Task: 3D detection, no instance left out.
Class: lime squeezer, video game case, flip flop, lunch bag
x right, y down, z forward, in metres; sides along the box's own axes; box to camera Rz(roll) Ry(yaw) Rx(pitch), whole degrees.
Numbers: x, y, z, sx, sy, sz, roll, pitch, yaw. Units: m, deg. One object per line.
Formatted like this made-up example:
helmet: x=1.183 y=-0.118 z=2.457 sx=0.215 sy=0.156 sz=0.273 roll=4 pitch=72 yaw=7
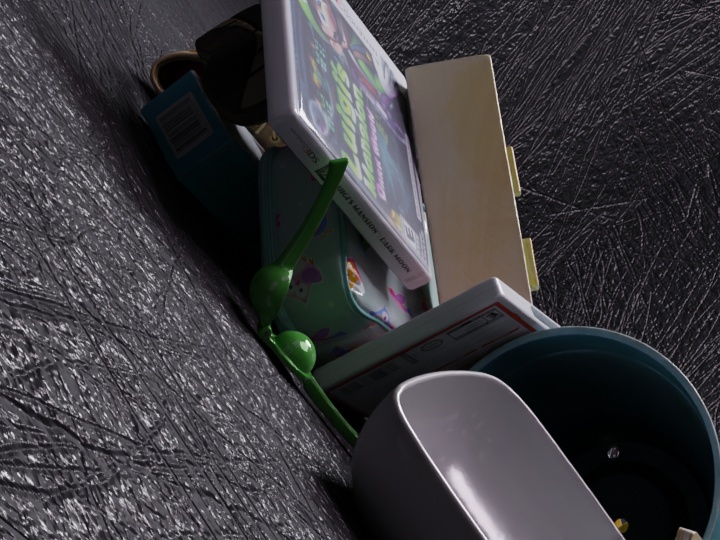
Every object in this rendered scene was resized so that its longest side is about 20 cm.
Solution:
lime squeezer: x=-0.032 y=0.033 z=1.282 sx=0.038 sy=0.070 sz=0.202 roll=-154 pitch=-126 yaw=-65
video game case: x=-0.011 y=-0.113 z=1.364 sx=0.182 sy=0.023 sz=0.201 roll=49 pitch=26 yaw=-41
video game case: x=0.075 y=0.073 z=1.404 sx=0.200 sy=0.142 sz=0.018 roll=34 pitch=32 yaw=-55
flip flop: x=-0.073 y=-0.136 z=1.443 sx=0.200 sy=0.081 sz=0.058 roll=-126 pitch=-168 yaw=-69
lunch bag: x=0.000 y=0.000 z=1.431 sx=0.200 sy=0.077 sz=0.162 roll=43 pitch=34 yaw=-55

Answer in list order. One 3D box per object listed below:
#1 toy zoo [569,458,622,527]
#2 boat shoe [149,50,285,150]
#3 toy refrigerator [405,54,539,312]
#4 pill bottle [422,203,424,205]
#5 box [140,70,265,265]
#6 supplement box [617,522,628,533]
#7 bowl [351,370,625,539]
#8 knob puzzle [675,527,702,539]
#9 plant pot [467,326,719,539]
toy zoo: x=0.145 y=0.160 z=1.611 sx=0.131 sy=0.021 sz=0.200 roll=36 pitch=-9 yaw=19
boat shoe: x=-0.072 y=-0.117 z=1.528 sx=0.199 sy=0.074 sz=0.069 roll=16 pitch=-5 yaw=26
toy refrigerator: x=0.080 y=-0.044 z=1.440 sx=0.076 sy=0.069 sz=0.201 roll=73 pitch=9 yaw=-63
pill bottle: x=0.017 y=-0.009 z=1.682 sx=0.117 sy=0.116 sz=0.200 roll=54 pitch=4 yaw=7
box: x=-0.077 y=-0.053 z=1.479 sx=0.200 sy=0.049 sz=0.083 roll=48 pitch=8 yaw=-49
supplement box: x=0.211 y=0.285 z=1.553 sx=0.109 sy=0.109 sz=0.200 roll=57 pitch=6 yaw=29
bowl: x=0.080 y=0.159 z=1.215 sx=0.200 sy=0.075 sz=0.200 roll=55 pitch=21 yaw=15
knob puzzle: x=0.204 y=0.269 z=1.257 sx=0.030 sy=0.221 sz=0.220 roll=11 pitch=-15 yaw=24
plant pot: x=0.161 y=0.158 z=1.395 sx=0.201 sy=0.200 sz=0.188 roll=56 pitch=7 yaw=24
